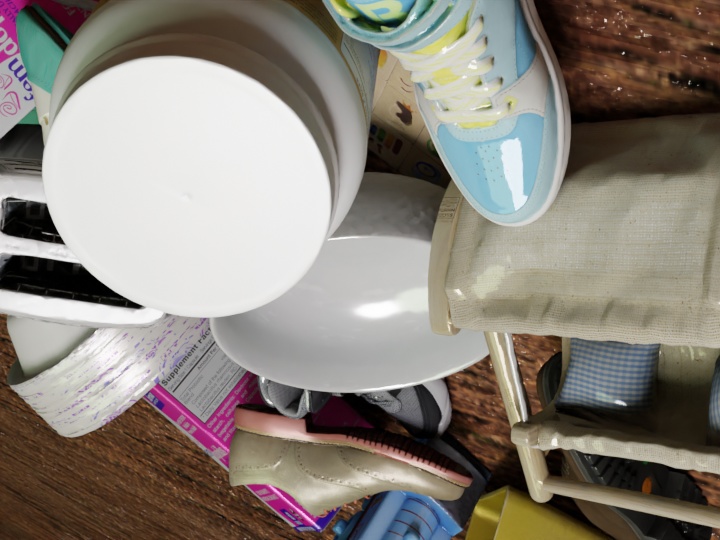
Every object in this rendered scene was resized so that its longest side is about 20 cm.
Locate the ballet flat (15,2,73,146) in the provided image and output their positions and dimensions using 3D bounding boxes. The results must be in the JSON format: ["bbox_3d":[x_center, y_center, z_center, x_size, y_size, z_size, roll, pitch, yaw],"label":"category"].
[{"bbox_3d":[-0.148,-0.081,0.691,0.199,0.071,0.067,38,180,12],"label":"ballet flat"}]

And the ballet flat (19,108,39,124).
[{"bbox_3d":[-0.308,-0.095,1.015,0.199,0.071,0.071,-37,104,29],"label":"ballet flat"}]

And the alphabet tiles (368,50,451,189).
[{"bbox_3d":[-0.004,-0.143,0.687,0.199,0.008,0.167,38,151,3],"label":"alphabet tiles"}]

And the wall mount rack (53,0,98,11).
[{"bbox_3d":[-0.095,-0.132,0.720,0.199,0.075,0.175,-5,126,50],"label":"wall mount rack"}]

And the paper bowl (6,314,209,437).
[{"bbox_3d":[-0.205,0.027,0.942,0.104,0.201,0.200,47,149,-18],"label":"paper bowl"}]

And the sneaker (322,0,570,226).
[{"bbox_3d":[0.034,-0.100,0.522,0.079,0.131,0.202,-8,108,29],"label":"sneaker"}]

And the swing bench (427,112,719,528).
[{"bbox_3d":[0.155,0.027,0.614,0.198,0.130,0.201,1,133,48],"label":"swing bench"}]

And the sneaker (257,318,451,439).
[{"bbox_3d":[-0.012,0.083,0.890,0.075,0.114,0.201,-2,131,49],"label":"sneaker"}]

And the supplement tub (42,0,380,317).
[{"bbox_3d":[-0.065,-0.086,0.557,0.143,0.201,0.146,2,124,4],"label":"supplement tub"}]

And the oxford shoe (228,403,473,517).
[{"bbox_3d":[-0.010,0.161,0.926,0.197,0.076,0.070,12,179,12],"label":"oxford shoe"}]

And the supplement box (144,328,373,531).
[{"bbox_3d":[-0.088,0.127,1.020,0.200,0.104,0.101,42,162,-2],"label":"supplement box"}]

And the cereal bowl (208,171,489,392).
[{"bbox_3d":[0.000,0.000,0.753,0.197,0.084,0.201,-3,147,-2],"label":"cereal bowl"}]

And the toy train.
[{"bbox_3d":[0.026,0.227,0.966,0.086,0.200,0.114,39,139,-1],"label":"toy train"}]

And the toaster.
[{"bbox_3d":[-0.182,-0.027,0.781,0.197,0.129,0.115,10,106,-9],"label":"toaster"}]

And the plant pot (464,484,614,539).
[{"bbox_3d":[0.155,0.296,0.893,0.174,0.202,0.200,18,167,3],"label":"plant pot"}]

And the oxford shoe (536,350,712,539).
[{"bbox_3d":[0.164,0.134,0.806,0.084,0.073,0.201,1,133,49],"label":"oxford shoe"}]

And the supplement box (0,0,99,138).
[{"bbox_3d":[-0.251,-0.149,0.757,0.103,0.201,0.102,-5,130,50],"label":"supplement box"}]
